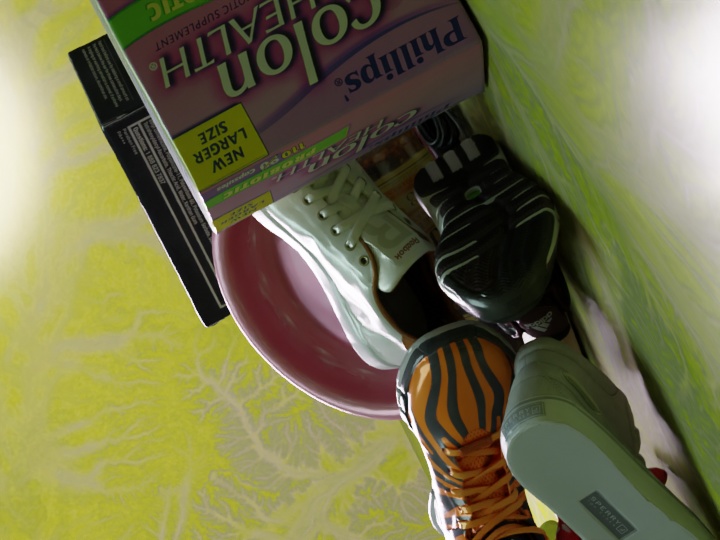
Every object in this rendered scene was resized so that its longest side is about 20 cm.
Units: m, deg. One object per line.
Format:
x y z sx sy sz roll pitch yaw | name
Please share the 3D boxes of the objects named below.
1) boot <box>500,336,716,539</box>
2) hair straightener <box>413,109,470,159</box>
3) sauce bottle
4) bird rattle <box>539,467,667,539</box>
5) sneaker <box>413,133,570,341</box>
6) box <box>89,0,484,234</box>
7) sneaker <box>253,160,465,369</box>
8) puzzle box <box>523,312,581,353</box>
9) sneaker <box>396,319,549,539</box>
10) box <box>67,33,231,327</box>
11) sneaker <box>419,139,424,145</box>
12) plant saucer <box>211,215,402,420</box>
0.154 0.123 1.597 0.200 0.073 0.096 50 -154 -24 | boot
0.028 -0.111 1.772 0.201 0.041 0.077 63 177 32 | hair straightener
0.057 0.010 1.704 0.200 0.066 0.066 56 177 -7 | sauce bottle
0.164 0.205 1.718 0.200 0.112 0.164 109 149 -71 | bird rattle
0.093 0.005 1.597 0.116 0.075 0.200 58 -172 -24 | sneaker
-0.054 -0.155 1.560 0.201 0.175 0.097 62 177 12 | box
-0.003 -0.033 1.622 0.200 0.073 0.085 54 150 -17 | sneaker
0.121 0.057 1.826 0.133 0.025 0.200 58 174 46 | puzzle box
0.078 0.125 1.622 0.201 0.077 0.112 74 174 -45 | sneaker
-0.076 -0.102 2.047 0.201 0.198 0.123 65 177 -37 | box
0.001 -0.101 1.873 0.100 0.070 0.200 46 179 -42 | sneaker
0.000 0.000 1.813 0.200 0.051 0.201 18 129 23 | plant saucer
